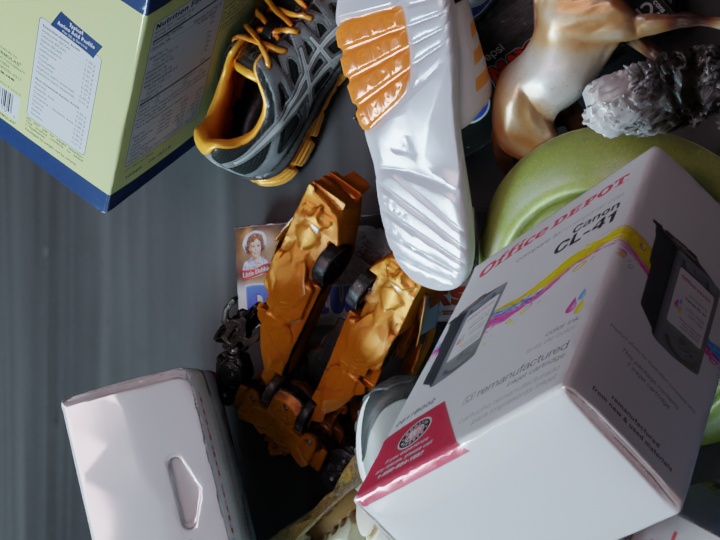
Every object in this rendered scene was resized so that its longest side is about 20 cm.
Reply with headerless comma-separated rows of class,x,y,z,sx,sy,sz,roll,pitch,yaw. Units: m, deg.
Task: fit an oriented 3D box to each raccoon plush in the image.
raccoon plush,0.226,-0.053,0.846,0.199,0.097,0.134,-18,71,4

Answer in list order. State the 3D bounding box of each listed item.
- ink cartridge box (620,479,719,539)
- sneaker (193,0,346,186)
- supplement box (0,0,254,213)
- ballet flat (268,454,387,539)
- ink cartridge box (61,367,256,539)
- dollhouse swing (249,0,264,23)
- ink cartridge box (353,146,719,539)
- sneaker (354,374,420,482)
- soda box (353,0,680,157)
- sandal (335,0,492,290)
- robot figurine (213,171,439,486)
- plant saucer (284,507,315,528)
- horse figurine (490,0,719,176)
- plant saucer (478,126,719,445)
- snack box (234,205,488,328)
ink cartridge box,0.176,0.174,0.838,0.068,0.200,0.116,27,105,34
sneaker,-0.048,-0.150,1.094,0.078,0.077,0.201,30,105,35
supplement box,-0.187,-0.189,1.087,0.200,0.134,0.200,35,138,12
ballet flat,0.002,0.162,1.029,0.200,0.071,0.071,-44,64,30
ink cartridge box,-0.122,0.142,1.054,0.084,0.200,0.146,-14,86,-3
dollhouse swing,-0.158,-0.262,1.134,0.199,0.182,0.177,7,77,36
ink cartridge box,0.100,0.050,0.809,0.086,0.200,0.147,44,130,-13
sneaker,0.051,0.157,0.956,0.074,0.079,0.201,-16,97,-8
soda box,0.091,-0.137,0.980,0.200,0.071,0.063,-33,27,31
sandal,0.039,-0.093,0.943,0.079,0.059,0.208,7,114,37
robot figurine,-0.018,0.044,1.051,0.145,0.058,0.200,37,127,17
plant saucer,0.033,0.155,1.062,0.200,0.019,0.070,-37,68,32
horse figurine,0.127,-0.107,0.923,0.132,0.050,0.200,22,130,-8
plant saucer,0.150,0.018,0.918,0.199,0.031,0.201,14,120,26
snack box,0.000,0.000,1.085,0.199,0.024,0.072,-4,90,37
